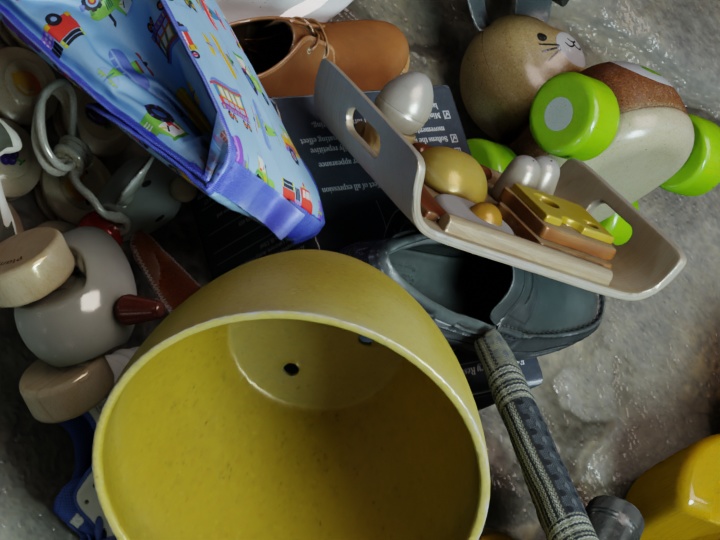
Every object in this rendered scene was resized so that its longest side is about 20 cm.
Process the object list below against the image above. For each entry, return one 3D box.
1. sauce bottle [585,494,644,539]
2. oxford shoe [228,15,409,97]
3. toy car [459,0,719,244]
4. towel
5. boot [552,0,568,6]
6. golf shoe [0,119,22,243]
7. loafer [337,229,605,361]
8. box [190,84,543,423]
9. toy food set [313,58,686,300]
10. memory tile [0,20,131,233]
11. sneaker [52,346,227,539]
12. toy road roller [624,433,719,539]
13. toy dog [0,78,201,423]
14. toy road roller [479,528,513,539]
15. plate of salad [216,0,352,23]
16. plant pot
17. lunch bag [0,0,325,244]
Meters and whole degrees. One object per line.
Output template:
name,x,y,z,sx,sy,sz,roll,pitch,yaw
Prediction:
sauce bottle,0.125,0.225,1.314,0.066,0.066,0.200,44,50,-16
oxford shoe,-0.037,-0.131,1.316,0.200,0.071,0.071,-18,66,-40
toy car,0.129,-0.131,1.423,0.164,0.158,0.200,12,52,-48
towel,0.118,0.155,1.211,0.200,0.034,0.193,63,4,-55
boot,0.107,-0.249,1.435,0.138,0.078,0.200,37,5,4
golf shoe,-0.222,0.001,1.113,0.088,0.077,0.200,14,75,-42
loafer,0.072,0.013,1.212,0.200,0.070,0.068,6,69,-37
box,0.000,0.000,1.279,0.148,0.107,0.200,-7,76,-41
toy food set,0.080,-0.057,1.202,0.200,0.060,0.144,17,19,-32
memory tile,-0.203,-0.087,1.215,0.153,0.017,0.200,25,57,-29
sneaker,-0.126,0.143,1.153,0.088,0.075,0.200,-8,70,-29
toy road roller,0.263,0.138,1.426,0.146,0.123,0.200,20,60,-18
toy dog,-0.128,-0.009,1.142,0.132,0.096,0.200,60,32,-44
toy road roller,0.011,0.232,1.176,0.146,0.123,0.200,25,55,-14
plate of salad,-0.039,-0.223,1.302,0.200,0.200,0.048,-6,35,-40
plant pot,-0.028,0.068,1.099,0.200,0.200,0.142,41,27,-18
lunch bag,-0.093,-0.096,1.144,0.200,0.094,0.151,49,5,20
